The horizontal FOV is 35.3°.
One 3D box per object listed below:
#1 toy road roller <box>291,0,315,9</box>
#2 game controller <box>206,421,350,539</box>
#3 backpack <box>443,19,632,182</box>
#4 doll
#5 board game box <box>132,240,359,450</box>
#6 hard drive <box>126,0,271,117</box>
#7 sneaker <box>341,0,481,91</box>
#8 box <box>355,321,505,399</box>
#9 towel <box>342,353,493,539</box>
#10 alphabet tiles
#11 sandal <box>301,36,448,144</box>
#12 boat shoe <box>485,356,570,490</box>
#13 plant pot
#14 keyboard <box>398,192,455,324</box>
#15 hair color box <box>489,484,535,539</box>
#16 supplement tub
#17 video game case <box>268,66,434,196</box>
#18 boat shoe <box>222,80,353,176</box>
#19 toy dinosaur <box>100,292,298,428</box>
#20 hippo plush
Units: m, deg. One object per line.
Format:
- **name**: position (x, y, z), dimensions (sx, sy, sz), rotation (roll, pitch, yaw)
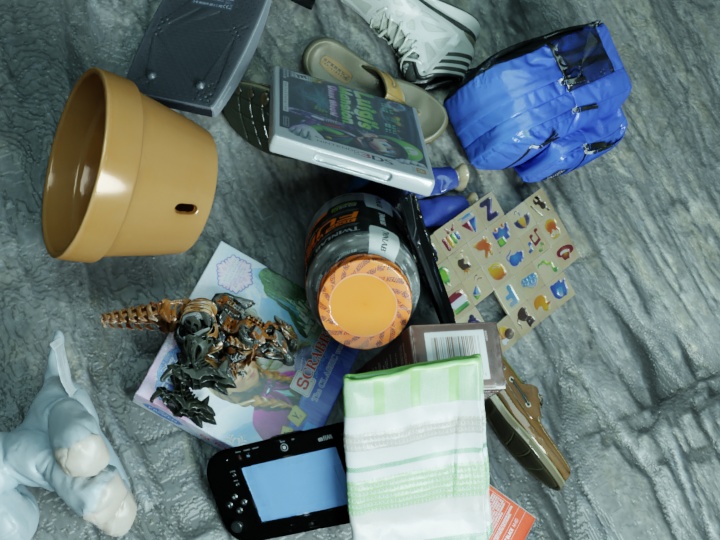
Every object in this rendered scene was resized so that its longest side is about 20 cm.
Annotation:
- **toy road roller**: position (-0.071, -0.437, 1.389), dimensions (0.121, 0.146, 0.202), rotation (23, 66, -8)
- **game controller**: position (-0.061, 0.215, 1.155), dimensions (0.042, 0.197, 0.106), rotation (-64, 134, -63)
- **backpack**: position (0.216, -0.198, 1.387), dimensions (0.198, 0.162, 0.170), rotation (-20, 81, -23)
- **doll**: position (0.045, -0.071, 1.350), dimensions (0.197, 0.048, 0.138), rotation (-12, 74, -21)
- **board game box**: position (-0.116, 0.102, 1.243), dimensions (0.198, 0.041, 0.202), rotation (29, 65, -6)
- **hard drive**: position (-0.183, -0.272, 1.327), dimensions (0.133, 0.042, 0.202), rotation (13, 66, 18)
- **sneaker**: position (0.053, -0.295, 1.417), dimensions (0.198, 0.076, 0.117), rotation (21, 65, -12)
- **box**: position (0.069, 0.116, 1.208), dimensions (0.099, 0.200, 0.076), rotation (-2, 74, -17)
- **towel**: position (0.058, 0.188, 1.101), dimensions (0.147, 0.031, 0.203), rotation (-9, 108, -15)
- **alphabet tiles**: position (0.175, -0.007, 1.368), dimensions (0.199, 0.008, 0.169), rotation (-35, 99, -25)
- **sandal**: position (0.015, -0.217, 1.377), dimensions (0.199, 0.054, 0.081), rotation (34, 89, -2)
- **boat shoe**: position (0.181, 0.157, 1.296), dimensions (0.068, 0.072, 0.201), rotation (-39, 88, -21)
- **plant pot**: position (-0.242, -0.099, 1.205), dimensions (0.138, 0.199, 0.203), rotation (12, 67, -31)
- **keyboard**: position (0.075, -0.005, 1.249), dimensions (0.020, 0.201, 0.128), rotation (-15, 43, 8)
- **hair color box**: position (0.076, 0.240, 1.216), dimensions (0.199, 0.111, 0.064), rotation (37, 66, -1)
- **supplement tub**: position (0.000, 0.000, 1.217), dimensions (0.120, 0.200, 0.124), rotation (-1, 110, -3)
- **video game case**: position (-0.013, -0.159, 1.255), dimensions (0.179, 0.024, 0.201), rotation (15, 28, -13)
- **boat shoe**: position (-0.067, -0.172, 1.345), dimensions (0.198, 0.076, 0.074), rotation (24, 30, 4)
- **toy dinosaur**: position (-0.166, 0.079, 1.179), dimensions (0.196, 0.103, 0.137), rotation (1, 54, 3)
- **hippo plush**: position (-0.321, 0.189, 1.083), dimensions (0.159, 0.159, 0.202), rotation (-25, 98, -12)
